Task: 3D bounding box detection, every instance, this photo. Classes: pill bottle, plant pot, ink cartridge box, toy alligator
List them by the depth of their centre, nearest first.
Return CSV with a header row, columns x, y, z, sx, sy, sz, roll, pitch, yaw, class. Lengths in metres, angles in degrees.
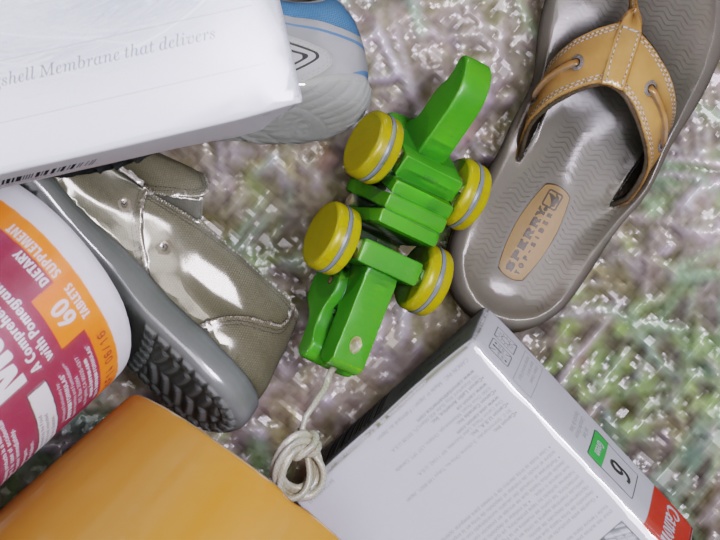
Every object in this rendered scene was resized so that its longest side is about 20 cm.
x,y,z,sx,sy,sz,roll,pitch,yaw,class
-0.196,0.060,1.103,0.110,0.109,0.200,49,63,-5,pill bottle
-0.098,0.161,1.125,0.200,0.200,0.184,38,80,-4,plant pot
0.000,0.000,1.158,0.059,0.054,0.201,24,90,-25,toy alligator
0.080,0.127,1.170,0.109,0.050,0.200,-42,96,19,ink cartridge box

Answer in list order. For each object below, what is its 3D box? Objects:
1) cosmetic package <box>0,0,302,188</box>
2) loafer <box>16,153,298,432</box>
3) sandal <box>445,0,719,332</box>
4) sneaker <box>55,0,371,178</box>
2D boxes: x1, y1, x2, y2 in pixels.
x,y,z,sx,sy,sz,roll,pitch,yaw,class
-0.143,-0.130,0.967,0.198,0.123,0.201,-14,91,-8,cosmetic package
-0.104,-0.022,1.161,0.200,0.075,0.070,49,63,-4,loafer
0.095,-0.064,1.154,0.081,0.055,0.201,29,97,-2,sandal
-0.088,-0.085,1.114,0.199,0.072,0.073,-5,60,-34,sneaker
